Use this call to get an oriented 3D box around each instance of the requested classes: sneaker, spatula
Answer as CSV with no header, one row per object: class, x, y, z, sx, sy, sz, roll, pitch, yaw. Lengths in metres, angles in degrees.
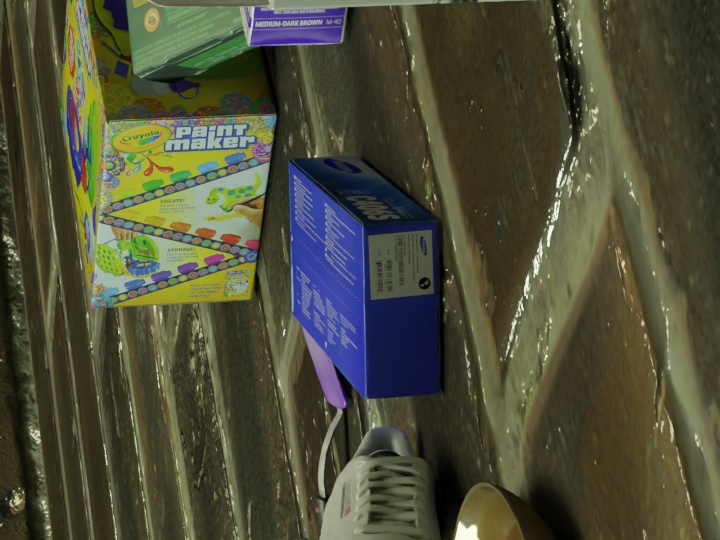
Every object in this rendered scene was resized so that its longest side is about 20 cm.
sneaker,0.010,0.136,1.383,0.200,0.076,0.081,-121,42,-80
spatula,-0.019,0.123,1.668,0.057,0.021,0.201,-170,76,-76

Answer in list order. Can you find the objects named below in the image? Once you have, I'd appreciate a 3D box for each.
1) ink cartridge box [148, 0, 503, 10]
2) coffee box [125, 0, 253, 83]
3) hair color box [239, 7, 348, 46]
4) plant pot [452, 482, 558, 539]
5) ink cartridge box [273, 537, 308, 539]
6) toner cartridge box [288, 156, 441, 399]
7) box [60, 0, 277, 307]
ink cartridge box,0.016,-0.155,0.979,0.116,0.200,0.068,-106,17,-46
coffee box,-0.108,-0.238,1.803,0.123,0.044,0.200,-20,72,41
hair color box,-0.037,-0.238,1.549,0.200,0.065,0.109,101,162,-45
plant pot,0.075,0.195,1.225,0.200,0.027,0.201,176,90,-78
ink cartridge box,-0.053,0.288,1.765,0.115,0.068,0.200,-133,41,-72
toner cartridge box,0.000,0.000,1.487,0.200,0.043,0.095,-135,44,-72
box,-0.142,-0.112,1.948,0.193,0.122,0.200,101,162,-46
